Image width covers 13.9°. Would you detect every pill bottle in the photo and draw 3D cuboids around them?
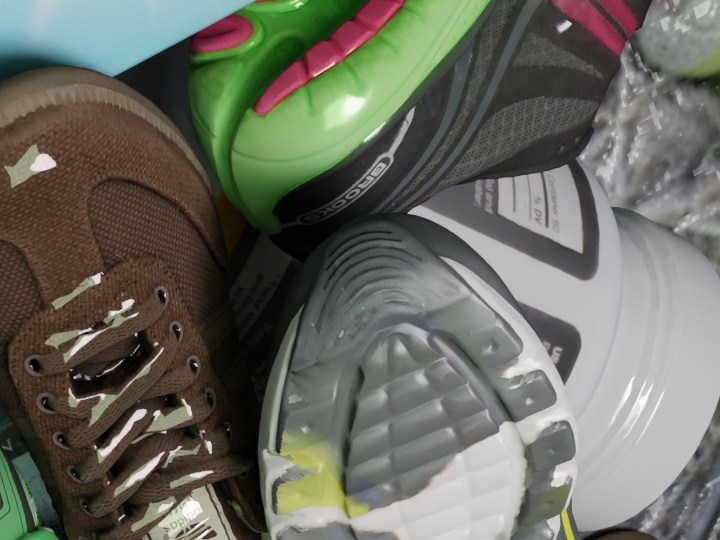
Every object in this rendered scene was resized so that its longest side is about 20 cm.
[{"bbox_3d":[0.000,0.000,0.818,0.200,0.116,0.117,24,101,-33],"label":"pill bottle"}]

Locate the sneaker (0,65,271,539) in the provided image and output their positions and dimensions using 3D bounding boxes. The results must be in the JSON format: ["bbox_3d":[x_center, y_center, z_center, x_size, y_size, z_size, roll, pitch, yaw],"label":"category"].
[{"bbox_3d":[-0.046,0.034,0.690,0.070,0.076,0.200,-29,144,-7],"label":"sneaker"}]

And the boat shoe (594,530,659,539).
[{"bbox_3d":[0.065,0.187,0.970,0.072,0.068,0.200,9,109,-32],"label":"boat shoe"}]

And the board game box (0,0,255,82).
[{"bbox_3d":[-0.082,-0.113,0.639,0.200,0.047,0.151,-30,123,-12],"label":"board game box"}]

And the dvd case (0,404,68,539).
[{"bbox_3d":[-0.132,0.147,0.879,0.146,0.022,0.200,-26,121,-14],"label":"dvd case"}]

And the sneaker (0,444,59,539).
[{"bbox_3d":[-0.153,0.054,0.736,0.078,0.200,0.085,-38,117,-46],"label":"sneaker"}]

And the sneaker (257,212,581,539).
[{"bbox_3d":[0.014,0.047,0.724,0.074,0.085,0.200,-17,139,0],"label":"sneaker"}]

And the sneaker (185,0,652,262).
[{"bbox_3d":[0.039,-0.074,0.738,0.200,0.077,0.084,-35,143,-19],"label":"sneaker"}]
